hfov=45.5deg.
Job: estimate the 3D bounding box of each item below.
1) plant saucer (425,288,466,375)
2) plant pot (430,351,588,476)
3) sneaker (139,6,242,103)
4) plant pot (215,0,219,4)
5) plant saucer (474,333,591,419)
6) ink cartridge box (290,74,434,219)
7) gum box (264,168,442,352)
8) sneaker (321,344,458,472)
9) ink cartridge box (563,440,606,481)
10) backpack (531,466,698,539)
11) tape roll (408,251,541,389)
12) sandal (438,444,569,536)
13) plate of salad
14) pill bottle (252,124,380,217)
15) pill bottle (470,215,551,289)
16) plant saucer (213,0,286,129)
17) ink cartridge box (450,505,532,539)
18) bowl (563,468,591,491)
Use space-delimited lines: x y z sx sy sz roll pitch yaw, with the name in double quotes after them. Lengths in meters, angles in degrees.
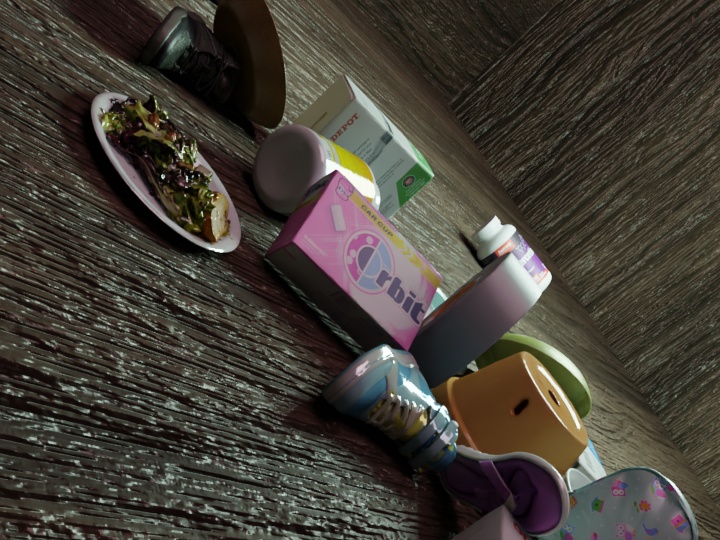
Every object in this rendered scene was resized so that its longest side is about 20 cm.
0.113 0.065 1.319 0.201 0.038 0.202 47 16 -18 "plant saucer"
0.190 0.199 1.073 0.200 0.139 0.201 46 18 -19 "plant pot"
-0.207 -0.269 1.088 0.114 0.076 0.200 42 12 -8 "sneaker"
-0.235 -0.567 1.491 0.176 0.196 0.201 63 13 -17 "plant pot"
0.268 0.159 1.322 0.200 0.198 0.031 46 61 -19 "plant saucer"
-0.007 -0.172 1.303 0.199 0.146 0.084 40 18 -37 "ink cartridge box"
0.000 0.000 0.997 0.200 0.066 0.115 44 56 -18 "gum box"
0.042 0.150 0.884 0.132 0.079 0.199 55 17 17 "sneaker"
0.273 0.258 1.267 0.200 0.084 0.147 45 17 -18 "ink cartridge box"
0.263 0.302 0.920 0.127 0.196 0.169 73 -9 -62 "backpack"
0.136 0.064 1.102 0.067 0.199 0.200 49 16 1 "tape roll"
0.135 0.229 0.880 0.049 0.201 0.085 -14 92 -29 "sandal"
-0.184 -0.105 0.860 0.200 0.048 0.201 46 18 -19 "plate of salad"
-0.049 -0.112 1.130 0.110 0.109 0.199 58 18 22 "pill bottle"
0.349 -0.025 2.015 0.201 0.112 0.113 50 16 -3 "pill bottle"
-0.159 -0.291 1.172 0.200 0.035 0.204 46 -35 45 "plant saucer"
0.138 0.326 0.760 0.147 0.084 0.200 51 16 -4 "ink cartridge box"
0.287 0.361 1.079 0.201 0.090 0.202 46 17 -18 "bowl"
